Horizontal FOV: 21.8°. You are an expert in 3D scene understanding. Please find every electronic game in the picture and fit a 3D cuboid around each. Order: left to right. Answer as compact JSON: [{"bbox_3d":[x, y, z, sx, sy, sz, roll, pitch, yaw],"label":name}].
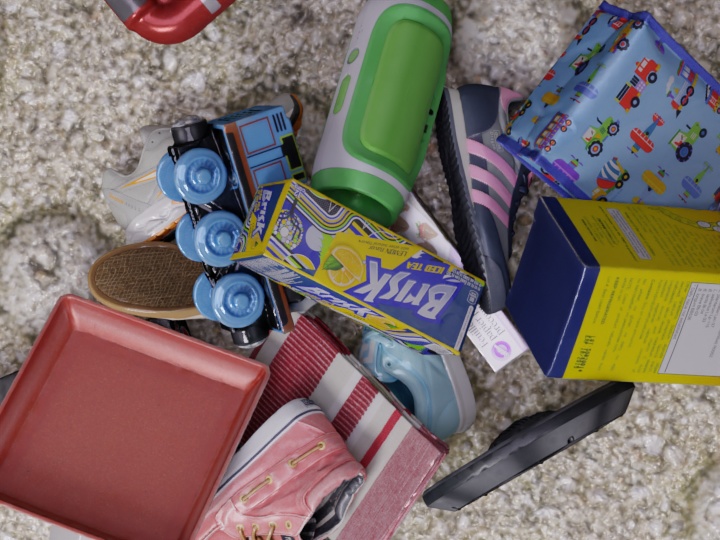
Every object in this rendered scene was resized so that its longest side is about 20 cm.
[{"bbox_3d":[0.139,0.142,1.550,0.199,0.200,0.042,-31,81,8],"label":"electronic game"}]

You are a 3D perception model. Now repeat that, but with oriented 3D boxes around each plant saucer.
[{"bbox_3d":[-0.201,0.137,1.568,0.199,0.037,0.201,19,61,9],"label":"plant saucer"}]

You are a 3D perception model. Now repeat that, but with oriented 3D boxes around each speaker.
[{"bbox_3d":[0.019,-0.138,1.569,0.088,0.089,0.201,13,66,6],"label":"speaker"}]

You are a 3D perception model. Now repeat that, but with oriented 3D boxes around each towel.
[{"bbox_3d":[-0.027,0.139,1.605,0.200,0.023,0.144,44,118,22],"label":"towel"}]

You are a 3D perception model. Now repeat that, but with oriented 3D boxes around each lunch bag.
[{"bbox_3d":[0.242,-0.102,1.566,0.200,0.094,0.151,38,91,-23],"label":"lunch bag"}]

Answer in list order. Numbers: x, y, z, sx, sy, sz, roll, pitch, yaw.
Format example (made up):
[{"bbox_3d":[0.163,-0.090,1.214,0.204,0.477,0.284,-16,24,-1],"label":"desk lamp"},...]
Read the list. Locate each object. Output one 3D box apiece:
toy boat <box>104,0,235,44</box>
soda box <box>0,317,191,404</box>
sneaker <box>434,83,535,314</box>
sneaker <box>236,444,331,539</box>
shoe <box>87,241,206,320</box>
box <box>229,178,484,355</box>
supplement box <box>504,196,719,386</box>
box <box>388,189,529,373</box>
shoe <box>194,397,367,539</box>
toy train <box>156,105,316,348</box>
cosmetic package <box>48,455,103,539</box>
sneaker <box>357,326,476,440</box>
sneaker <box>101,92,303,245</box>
[{"bbox_3d":[-0.142,-0.286,1.559,0.200,0.131,0.131,-41,88,8],"label":"toy boat"},{"bbox_3d":[-0.243,0.101,1.665,0.199,0.063,0.071,-21,89,7],"label":"soda box"},{"bbox_3d":[0.119,-0.064,1.592,0.082,0.070,0.201,-7,81,-12],"label":"sneaker"},{"bbox_3d":[-0.064,0.230,1.638,0.200,0.086,0.078,44,98,3],"label":"sneaker"},{"bbox_3d":[-0.137,0.015,1.629,0.199,0.053,0.070,0,67,-7],"label":"shoe"},{"bbox_3d":[0.000,0.000,1.523,0.199,0.064,0.070,28,75,-27],"label":"box"},{"bbox_3d":[0.236,0.018,1.523,0.199,0.110,0.109,4,122,-20],"label":"supplement box"},{"bbox_3d":[0.074,-0.002,1.631,0.039,0.041,0.200,-37,87,7],"label":"box"},{"bbox_3d":[-0.084,0.207,1.571,0.200,0.071,0.091,-47,60,9],"label":"shoe"},{"bbox_3d":[-0.093,-0.039,1.554,0.114,0.087,0.201,-20,101,-17],"label":"toy train"},{"bbox_3d":[-0.216,0.253,1.642,0.107,0.085,0.201,7,97,-27],"label":"cosmetic package"},{"bbox_3d":[0.029,0.059,1.608,0.082,0.074,0.201,-26,89,-33],"label":"sneaker"},{"bbox_3d":[-0.144,-0.105,1.637,0.200,0.076,0.092,-36,84,7],"label":"sneaker"}]
